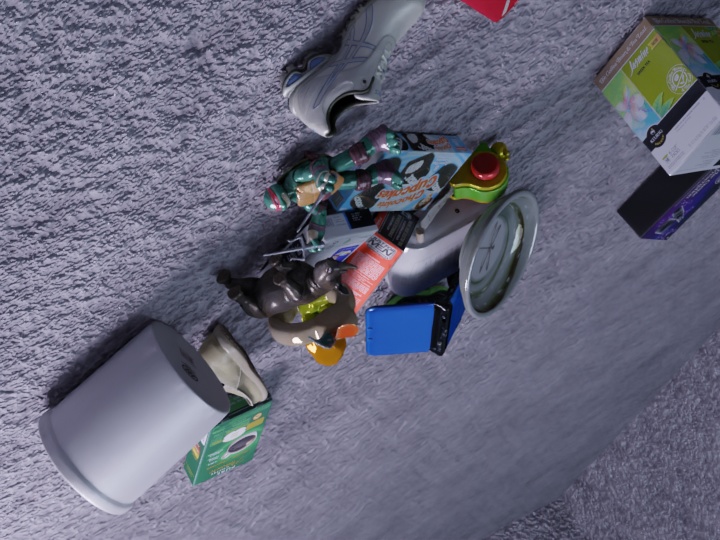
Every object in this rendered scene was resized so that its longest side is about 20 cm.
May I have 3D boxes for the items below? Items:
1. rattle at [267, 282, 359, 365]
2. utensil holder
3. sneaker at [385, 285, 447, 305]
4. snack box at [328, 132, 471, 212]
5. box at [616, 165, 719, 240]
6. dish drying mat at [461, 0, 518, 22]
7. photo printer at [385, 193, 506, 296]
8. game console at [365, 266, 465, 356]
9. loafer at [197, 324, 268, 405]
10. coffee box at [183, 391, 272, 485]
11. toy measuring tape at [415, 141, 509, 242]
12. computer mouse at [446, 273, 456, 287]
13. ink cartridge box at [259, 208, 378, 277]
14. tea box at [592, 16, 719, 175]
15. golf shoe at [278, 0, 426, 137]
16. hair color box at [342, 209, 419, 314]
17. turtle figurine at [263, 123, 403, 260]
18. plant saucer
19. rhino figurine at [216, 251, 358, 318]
[{"bbox_3d":[-0.041,0.103,1.675,0.129,0.199,0.145,-15,113,-27],"label":"rattle"},{"bbox_3d":[-0.294,0.192,1.656,0.199,0.171,0.170,-40,157,7],"label":"utensil holder"},{"bbox_3d":[0.095,0.082,2.102,0.198,0.084,0.077,-18,150,-37],"label":"sneaker"},{"bbox_3d":[0.053,-0.132,1.703,0.199,0.037,0.116,-6,143,-51],"label":"snack box"},{"bbox_3d":[0.604,-0.153,2.392,0.200,0.079,0.140,-49,157,25],"label":"box"},{"bbox_3d":[0.139,-0.343,1.455,0.077,0.018,0.199,-44,156,19],"label":"dish drying mat"},{"bbox_3d":[0.123,-0.046,1.920,0.198,0.070,0.167,-29,157,-17],"label":"photo printer"},{"bbox_3d":[0.095,0.050,1.958,0.172,0.117,0.201,-61,169,-21],"label":"game console"},{"bbox_3d":[-0.193,0.145,1.838,0.068,0.076,0.201,-32,147,-5],"label":"loafer"},{"bbox_3d":[-0.219,0.270,2.061,0.122,0.044,0.201,-22,153,-29],"label":"coffee box"},{"bbox_3d":[0.158,-0.106,1.792,0.201,0.073,0.074,-51,163,-22],"label":"toy measuring tape"},{"bbox_3d":[0.206,-0.044,2.075,0.200,0.053,0.139,-42,161,-15],"label":"computer mouse"},{"bbox_3d":[-0.068,-0.016,1.715,0.099,0.040,0.200,-13,160,-41],"label":"ink cartridge box"},{"bbox_3d":[0.490,-0.263,1.869,0.198,0.198,0.134,-11,148,-46],"label":"tea box"},{"bbox_3d":[0.009,-0.228,1.389,0.200,0.098,0.078,-42,155,8],"label":"golf shoe"},{"bbox_3d":[0.000,0.000,1.795,0.201,0.061,0.102,-53,-175,33],"label":"hair color box"},{"bbox_3d":[-0.045,-0.101,1.544,0.198,0.101,0.150,-27,162,-12],"label":"turtle figurine"},{"bbox_3d":[0.193,-0.030,1.849,0.200,0.050,0.202,-40,142,-39],"label":"plant saucer"},{"bbox_3d":[-0.087,0.015,1.638,0.198,0.061,0.087,-15,147,29],"label":"rhino figurine"}]
